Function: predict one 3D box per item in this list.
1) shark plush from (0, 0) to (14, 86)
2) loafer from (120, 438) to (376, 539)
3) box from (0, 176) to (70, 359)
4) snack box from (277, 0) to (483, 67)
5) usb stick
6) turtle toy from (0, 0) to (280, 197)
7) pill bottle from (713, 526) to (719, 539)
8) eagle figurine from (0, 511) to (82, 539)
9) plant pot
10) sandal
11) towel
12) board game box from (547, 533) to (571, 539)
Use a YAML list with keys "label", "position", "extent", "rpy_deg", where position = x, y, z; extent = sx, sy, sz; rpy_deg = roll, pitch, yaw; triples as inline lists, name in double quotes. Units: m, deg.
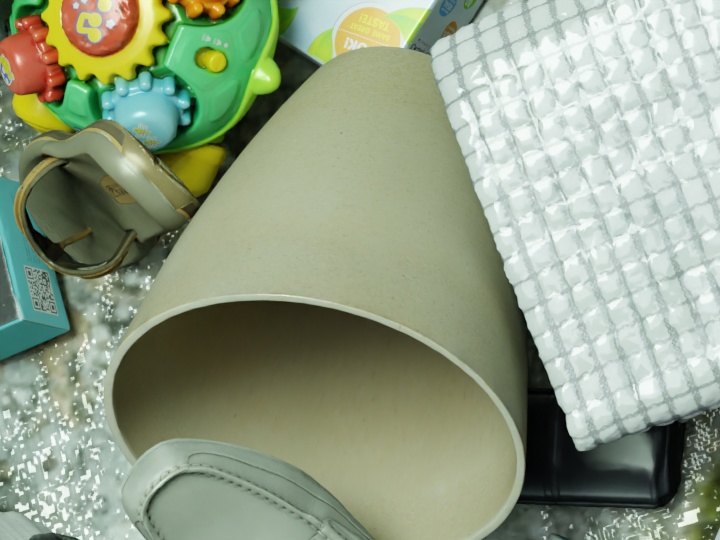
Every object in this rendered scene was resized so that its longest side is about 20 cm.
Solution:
- label: "shark plush"
  position: [-0.193, -0.188, 1.451]
  extent: [0.091, 0.083, 0.201]
  rpy_deg: [-7, 78, 20]
- label: "loafer"
  position: [-0.018, 0.139, 1.233]
  extent: [0.070, 0.200, 0.070]
  rpy_deg: [-52, 26, 11]
- label: "box"
  position: [-0.251, 0.025, 1.444]
  extent: [0.200, 0.049, 0.082]
  rpy_deg: [-22, 73, 21]
- label: "snack box"
  position: [-0.023, -0.188, 1.402]
  extent: [0.200, 0.053, 0.142]
  rpy_deg: [34, 95, 23]
- label: "usb stick"
  position: [0.054, 0.082, 1.332]
  extent: [0.199, 0.033, 0.056]
  rpy_deg: [0, 81, 21]
- label: "turtle toy"
  position: [-0.127, -0.127, 1.345]
  extent: [0.200, 0.101, 0.146]
  rpy_deg: [24, 98, 16]
- label: "pill bottle"
  position: [0.197, 0.153, 1.220]
  extent: [0.112, 0.112, 0.200]
  rpy_deg: [25, 90, 23]
- label: "eagle figurine"
  position: [-0.103, 0.177, 1.319]
  extent: [0.200, 0.152, 0.151]
  rpy_deg: [-24, 109, 32]
- label: "plant pot"
  position: [0.000, 0.000, 1.287]
  extent: [0.187, 0.188, 0.200]
  rpy_deg: [-2, 47, 21]
- label: "sandal"
  position: [-0.130, -0.026, 1.339]
  extent: [0.080, 0.200, 0.054]
  rpy_deg: [41, 76, -10]
- label: "towel"
  position: [0.140, -0.039, 1.230]
  extent: [0.165, 0.086, 0.200]
  rpy_deg: [-23, 85, 13]
- label: "board game box"
  position: [0.075, 0.223, 1.232]
  extent: [0.047, 0.151, 0.200]
  rpy_deg: [25, 89, -7]
